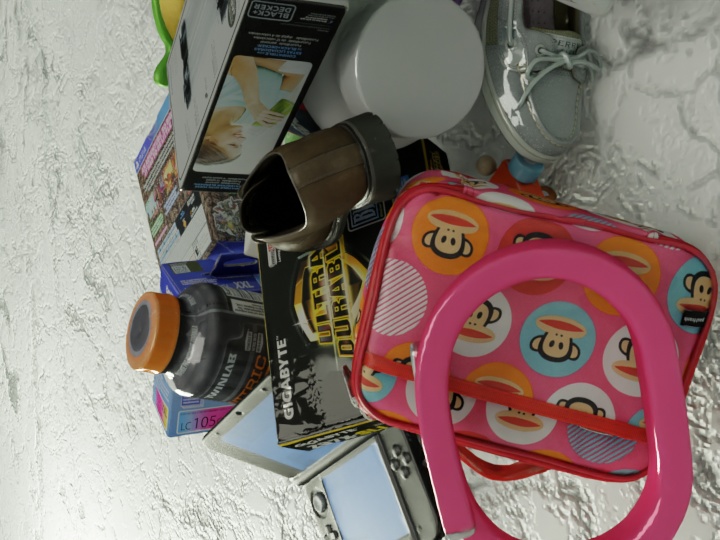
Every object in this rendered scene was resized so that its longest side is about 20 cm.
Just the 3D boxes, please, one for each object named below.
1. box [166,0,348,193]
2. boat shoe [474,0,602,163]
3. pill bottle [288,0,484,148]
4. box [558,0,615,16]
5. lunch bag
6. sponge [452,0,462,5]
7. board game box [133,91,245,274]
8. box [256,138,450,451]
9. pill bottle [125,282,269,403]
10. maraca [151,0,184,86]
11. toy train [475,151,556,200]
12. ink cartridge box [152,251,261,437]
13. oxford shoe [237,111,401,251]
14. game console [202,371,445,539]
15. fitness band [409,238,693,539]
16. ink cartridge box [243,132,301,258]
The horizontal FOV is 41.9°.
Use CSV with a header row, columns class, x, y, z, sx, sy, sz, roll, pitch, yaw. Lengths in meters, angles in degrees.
class,x,y,z,sx,sy,sz,roll,pitch,yaw
box,-0.076,-0.151,0.617,0.200,0.060,0.117,127,138,-53
boat shoe,0.121,-0.174,0.623,0.065,0.074,0.203,-13,74,55
pill bottle,0.000,-0.146,0.666,0.200,0.119,0.120,-152,64,-65
box,0.086,-0.291,0.526,0.200,0.171,0.199,-58,43,12
lunch bag,0.095,0.043,0.568,0.082,0.199,0.177,-71,-5,-77
sponge,-0.008,-0.246,0.641,0.030,0.200,0.112,-55,1,12
board game box,-0.168,-0.081,1.054,0.159,0.097,0.201,-46,56,49
box,0.002,0.017,0.698,0.159,0.049,0.201,-19,66,26
pill bottle,-0.112,0.071,0.874,0.106,0.199,0.107,-26,58,51
maraca,-0.152,-0.259,0.958,0.107,0.137,0.201,12,98,53
toy train,0.105,0.019,0.689,0.200,0.055,0.151,-63,35,40
ink cartridge box,-0.137,0.063,0.970,0.076,0.136,0.201,44,131,52
oxford shoe,-0.048,-0.050,0.624,0.073,0.084,0.200,67,160,5
game console,-0.040,0.194,0.856,0.200,0.116,0.176,-45,60,50
fitness band,0.104,0.082,0.515,0.037,0.143,0.201,-74,-27,-75
ink cartridge box,-0.058,-0.084,0.877,0.117,0.067,0.200,-91,22,-48
